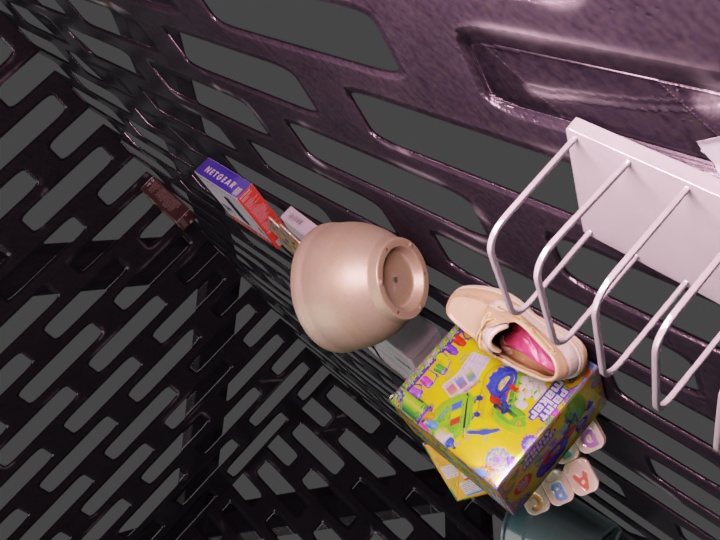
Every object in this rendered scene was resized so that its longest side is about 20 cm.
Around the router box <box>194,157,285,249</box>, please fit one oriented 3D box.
[{"bbox_3d":[-0.268,-0.154,1.783,0.200,0.049,0.180,32,164,45],"label":"router box"}]

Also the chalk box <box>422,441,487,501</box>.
[{"bbox_3d":[0.219,0.286,1.369,0.124,0.200,0.124,-28,95,33],"label":"chalk box"}]

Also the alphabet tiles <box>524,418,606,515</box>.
[{"bbox_3d":[0.245,0.244,1.126,0.015,0.200,0.196,-3,-117,-57],"label":"alphabet tiles"}]

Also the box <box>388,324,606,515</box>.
[{"bbox_3d":[0.184,0.175,1.045,0.193,0.200,0.122,36,166,37],"label":"box"}]

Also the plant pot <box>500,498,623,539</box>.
[{"bbox_3d":[0.437,0.570,1.674,0.196,0.200,0.200,21,156,44],"label":"plant pot"}]

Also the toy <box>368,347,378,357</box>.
[{"bbox_3d":[-0.020,0.120,1.938,0.200,0.047,0.115,40,172,33],"label":"toy"}]

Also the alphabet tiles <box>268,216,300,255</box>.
[{"bbox_3d":[-0.121,-0.034,1.654,0.200,0.006,0.166,43,168,4],"label":"alphabet tiles"}]

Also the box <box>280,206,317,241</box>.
[{"bbox_3d":[-0.075,-0.034,1.595,0.144,0.036,0.200,37,168,30],"label":"box"}]

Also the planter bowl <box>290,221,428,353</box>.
[{"bbox_3d":[0.015,0.019,1.154,0.135,0.200,0.200,-8,133,41],"label":"planter bowl"}]

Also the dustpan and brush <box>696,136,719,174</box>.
[{"bbox_3d":[0.287,-0.014,0.412,0.200,0.057,0.140,51,179,-4],"label":"dustpan and brush"}]

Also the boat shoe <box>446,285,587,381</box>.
[{"bbox_3d":[0.181,0.077,0.975,0.200,0.069,0.074,26,118,36],"label":"boat shoe"}]

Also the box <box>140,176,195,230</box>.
[{"bbox_3d":[-0.715,-0.249,2.916,0.200,0.075,0.100,39,168,12],"label":"box"}]

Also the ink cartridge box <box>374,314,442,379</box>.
[{"bbox_3d":[0.092,0.145,1.542,0.146,0.084,0.200,37,167,29],"label":"ink cartridge box"}]

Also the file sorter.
[{"bbox_3d":[0.207,0.010,0.565,0.200,0.125,0.139,36,166,36],"label":"file sorter"}]
